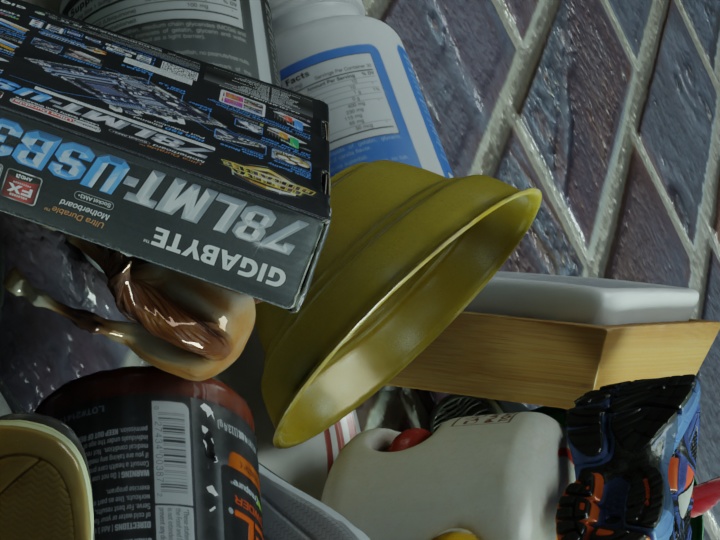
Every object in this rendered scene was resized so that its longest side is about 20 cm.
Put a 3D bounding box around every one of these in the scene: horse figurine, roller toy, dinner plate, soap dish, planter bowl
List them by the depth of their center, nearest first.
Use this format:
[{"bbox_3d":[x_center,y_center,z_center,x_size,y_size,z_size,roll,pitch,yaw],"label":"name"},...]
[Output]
[{"bbox_3d":[-0.092,0.004,0.910,0.133,0.050,0.200,27,10,-14],"label":"horse figurine"},{"bbox_3d":[0.000,0.000,1.115,0.083,0.200,0.200,46,19,13],"label":"planter bowl"},{"bbox_3d":[0.065,0.171,1.142,0.200,0.140,0.182,64,26,-44],"label":"roller toy"},{"bbox_3d":[-0.053,0.077,1.149,0.200,0.024,0.200,47,31,-41],"label":"dinner plate"},{"bbox_3d":[0.109,0.044,1.316,0.157,0.200,0.081,0,94,-55],"label":"soap dish"}]

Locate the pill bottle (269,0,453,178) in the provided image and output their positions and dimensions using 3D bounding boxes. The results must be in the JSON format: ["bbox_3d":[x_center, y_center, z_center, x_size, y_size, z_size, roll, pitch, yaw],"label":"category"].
[{"bbox_3d":[-0.012,-0.088,1.261,0.112,0.112,0.200,22,45,-61],"label":"pill bottle"}]

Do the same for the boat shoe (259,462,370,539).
[{"bbox_3d":[-0.035,0.135,0.982,0.200,0.072,0.071,43,4,29],"label":"boat shoe"}]

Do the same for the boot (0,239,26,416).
[{"bbox_3d":[-0.199,0.033,0.808,0.132,0.070,0.200,38,26,-50],"label":"boot"}]

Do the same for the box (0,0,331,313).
[{"bbox_3d":[-0.112,-0.062,0.884,0.200,0.050,0.199,18,18,-8],"label":"box"}]

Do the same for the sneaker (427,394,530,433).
[{"bbox_3d":[0.120,0.174,1.391,0.106,0.075,0.200,3,67,-65],"label":"sneaker"}]

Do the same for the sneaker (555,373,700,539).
[{"bbox_3d":[0.151,0.124,1.122,0.200,0.075,0.078,-60,137,-55],"label":"sneaker"}]

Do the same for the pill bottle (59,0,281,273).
[{"bbox_3d":[-0.100,-0.101,1.075,0.116,0.116,0.200,36,39,-53],"label":"pill bottle"}]

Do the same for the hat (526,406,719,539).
[{"bbox_3d":[0.128,0.130,1.232,0.176,0.200,0.166,62,3,-65],"label":"hat"}]

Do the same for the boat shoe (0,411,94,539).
[{"bbox_3d":[-0.137,0.133,0.753,0.065,0.073,0.200,-77,-176,-65],"label":"boat shoe"}]

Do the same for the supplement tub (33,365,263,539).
[{"bbox_3d":[-0.092,0.150,0.885,0.107,0.107,0.200,41,36,-50],"label":"supplement tub"}]
